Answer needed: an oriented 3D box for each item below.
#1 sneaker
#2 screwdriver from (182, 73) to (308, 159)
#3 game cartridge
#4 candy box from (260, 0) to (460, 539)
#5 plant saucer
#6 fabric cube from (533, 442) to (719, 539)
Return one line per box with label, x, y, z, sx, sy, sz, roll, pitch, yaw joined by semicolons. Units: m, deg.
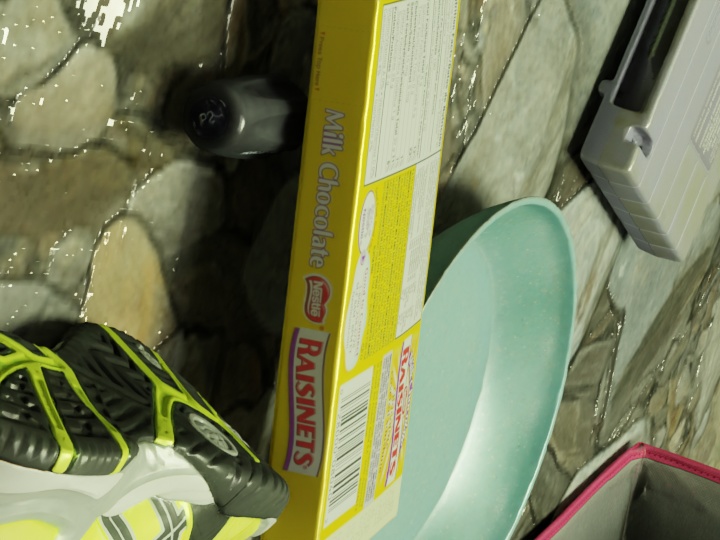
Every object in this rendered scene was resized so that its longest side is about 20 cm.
sneaker;-0.089;0.064;0.777;0.077;0.075;0.200;-53;156;10
screwdriver;-0.014;-0.051;0.902;0.029;0.028;0.200;-44;168;13
game cartridge;0.162;-0.116;1.217;0.201;0.038;0.130;-66;160;-11
candy box;0.000;0.000;0.888;0.102;0.026;0.202;-33;131;-72
plant saucer;0.029;0.062;1.052;0.200;0.036;0.201;-47;147;-43
fabric cube;0.170;0.236;1.285;0.196;0.199;0.201;-33;136;-56
